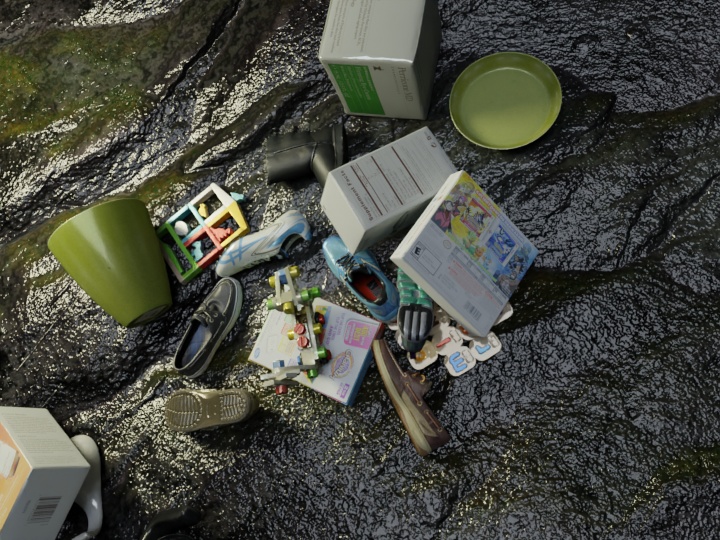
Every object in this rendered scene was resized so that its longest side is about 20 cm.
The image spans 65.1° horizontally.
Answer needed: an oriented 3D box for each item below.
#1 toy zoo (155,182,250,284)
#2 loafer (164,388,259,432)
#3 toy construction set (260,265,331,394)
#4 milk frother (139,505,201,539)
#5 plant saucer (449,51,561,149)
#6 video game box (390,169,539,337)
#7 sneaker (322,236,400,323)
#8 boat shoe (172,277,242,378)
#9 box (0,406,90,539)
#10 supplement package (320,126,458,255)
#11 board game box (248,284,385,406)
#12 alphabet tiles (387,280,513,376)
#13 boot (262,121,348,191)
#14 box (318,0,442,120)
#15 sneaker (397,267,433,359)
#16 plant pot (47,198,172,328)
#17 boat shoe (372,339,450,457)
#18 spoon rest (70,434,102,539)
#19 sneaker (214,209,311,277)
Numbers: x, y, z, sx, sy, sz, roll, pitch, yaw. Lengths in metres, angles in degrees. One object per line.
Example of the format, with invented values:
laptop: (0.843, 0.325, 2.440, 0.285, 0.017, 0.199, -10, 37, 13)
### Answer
toy zoo: (-0.307, -0.084, 1.119, 0.200, 0.020, 0.131, -39, 70, 1)
loafer: (-0.260, 0.246, 0.993, 0.200, 0.068, 0.076, -8, 71, 28)
toy construction set: (-0.103, 0.101, 0.916, 0.092, 0.131, 0.201, 0, 74, 14)
milk frother: (-0.289, 0.501, 0.898, 0.188, 0.181, 0.200, -33, 99, 38)
plant saucer: (0.265, -0.308, 1.042, 0.199, 0.031, 0.201, -4, 74, 13)
video game box: (0.171, -0.026, 0.903, 0.200, 0.047, 0.182, 43, 74, -18)
sneaker: (0.000, 0.000, 0.981, 0.078, 0.090, 0.200, -44, 60, -1)
boat shoe: (-0.285, 0.100, 1.037, 0.070, 0.066, 0.200, 26, 82, 18)
box: (-0.589, 0.352, 0.979, 0.200, 0.106, 0.153, 26, 90, 36)
supplement package: (0.049, -0.134, 0.957, 0.200, 0.117, 0.117, -29, 80, -18)
board game box: (-0.077, 0.128, 0.994, 0.200, 0.040, 0.153, 21, 80, 18)
alphabet tiles: (0.149, 0.075, 0.969, 0.195, 0.015, 0.200, -32, 70, 3)
boot: (-0.104, -0.193, 1.075, 0.162, 0.073, 0.199, -7, 66, 9)
box: (0.046, -0.413, 1.034, 0.171, 0.199, 0.201, 7, 78, 15)
sneaker: (0.093, 0.047, 0.953, 0.074, 0.088, 0.200, 10, 52, 8)
plant pot: (-0.443, 0.000, 1.059, 0.187, 0.187, 0.200, -33, 85, 3)
boat shoe: (0.083, 0.197, 0.923, 0.072, 0.072, 0.200, -25, 76, -4)
spoon rest: (-0.508, 0.395, 1.020, 0.099, 0.061, 0.200, -31, 57, 2)
sneaker: (-0.183, -0.038, 1.053, 0.200, 0.072, 0.073, -31, 78, 7)
